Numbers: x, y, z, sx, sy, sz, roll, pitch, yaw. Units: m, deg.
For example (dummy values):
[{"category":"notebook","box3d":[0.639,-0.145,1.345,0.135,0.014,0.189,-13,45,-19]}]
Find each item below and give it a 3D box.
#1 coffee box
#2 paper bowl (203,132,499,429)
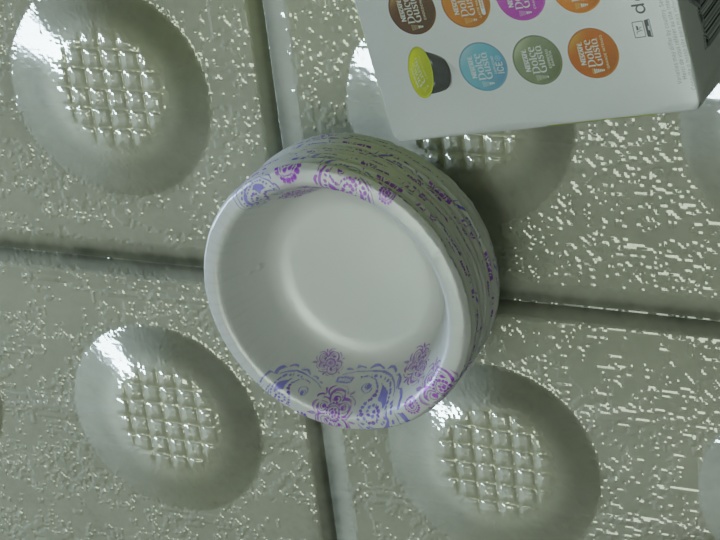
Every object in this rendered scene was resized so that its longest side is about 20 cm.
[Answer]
[{"category":"coffee box","box3d":[0.115,-0.211,1.267,0.197,0.200,0.201,-4,115,29]},{"category":"paper bowl","box3d":[0.000,0.000,1.503,0.200,0.104,0.202,13,122,21]}]
